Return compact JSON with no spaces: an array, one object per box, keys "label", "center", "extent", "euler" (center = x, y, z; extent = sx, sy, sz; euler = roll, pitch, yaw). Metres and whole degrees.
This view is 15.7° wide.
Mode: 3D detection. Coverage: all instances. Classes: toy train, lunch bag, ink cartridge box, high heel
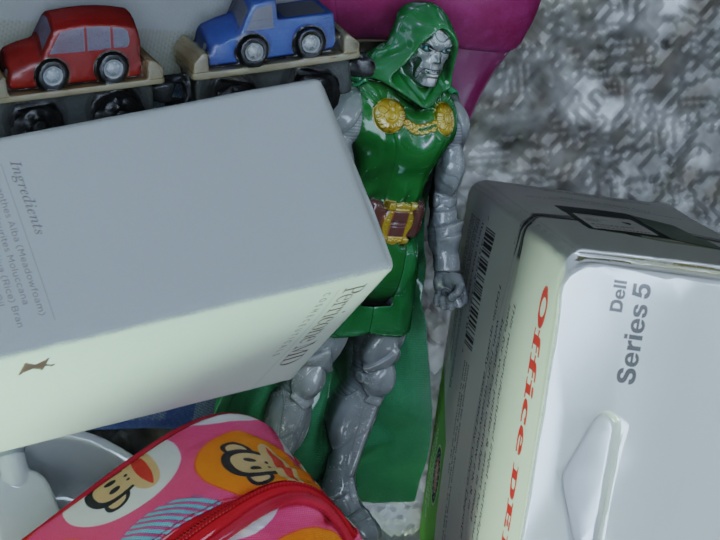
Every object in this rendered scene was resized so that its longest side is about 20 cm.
[{"label":"toy train","center":[-0.092,-0.066,0.856],"extent":[0.199,0.034,0.046],"euler":[-8,109,-15]},{"label":"lunch bag","center":[-0.060,0.166,0.898],"extent":[0.176,0.082,0.200],"euler":[-35,124,-9]},{"label":"ink cartridge box","center":[0.081,0.054,0.903],"extent":[0.084,0.200,0.146],"euler":[8,98,-7]},{"label":"high heel","center":[-0.030,-0.116,0.929],"extent":[0.200,0.067,0.096],"euler":[20,105,-14]}]

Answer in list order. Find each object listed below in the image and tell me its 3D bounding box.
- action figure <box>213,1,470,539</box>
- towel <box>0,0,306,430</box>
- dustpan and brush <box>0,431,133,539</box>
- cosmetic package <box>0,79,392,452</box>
[{"label":"action figure","center":[0.000,0.000,0.930],"extent":[0.118,0.055,0.200],"euler":[-2,113,-39]},{"label":"towel","center":[-0.099,-0.034,0.902],"extent":[0.147,0.024,0.200],"euler":[1,116,-19]},{"label":"dustpan and brush","center":[-0.124,0.087,0.954],"extent":[0.139,0.057,0.200],"euler":[-14,69,-12]},{"label":"cosmetic package","center":[-0.103,0.008,0.819],"extent":[0.200,0.101,0.071],"euler":[-14,72,-27]}]
